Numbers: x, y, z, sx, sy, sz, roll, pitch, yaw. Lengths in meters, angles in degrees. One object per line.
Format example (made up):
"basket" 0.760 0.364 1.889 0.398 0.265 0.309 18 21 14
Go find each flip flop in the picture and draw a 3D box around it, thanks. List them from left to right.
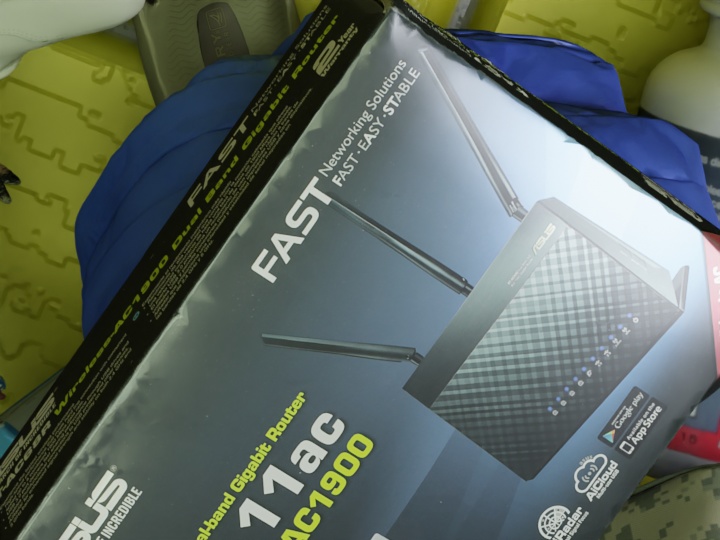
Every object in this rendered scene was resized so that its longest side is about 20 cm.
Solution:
"flip flop" -0.069 -0.126 0.871 0.081 0.058 0.201 -16 106 3

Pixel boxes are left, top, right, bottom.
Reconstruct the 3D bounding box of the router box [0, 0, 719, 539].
"router box" 0.003 0.036 0.686 0.150 0.062 0.200 33 96 -20

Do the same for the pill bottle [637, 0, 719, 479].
"pill bottle" 0.157 -0.023 0.881 0.119 0.120 0.201 8 103 -6

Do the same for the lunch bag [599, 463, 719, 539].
"lunch bag" 0.146 0.183 0.833 0.139 0.168 0.200 -32 134 33

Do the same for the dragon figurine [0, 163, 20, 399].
"dragon figurine" -0.181 -0.028 0.804 0.059 0.100 0.200 -26 111 30

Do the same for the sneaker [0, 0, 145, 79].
"sneaker" -0.166 -0.087 0.864 0.199 0.075 0.087 -6 120 20

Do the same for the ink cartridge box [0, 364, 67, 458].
"ink cartridge box" -0.107 0.154 0.883 0.144 0.085 0.200 37 117 5

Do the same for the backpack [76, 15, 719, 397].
"backpack" 0.000 0.000 0.822 0.199 0.168 0.163 3 145 -25
